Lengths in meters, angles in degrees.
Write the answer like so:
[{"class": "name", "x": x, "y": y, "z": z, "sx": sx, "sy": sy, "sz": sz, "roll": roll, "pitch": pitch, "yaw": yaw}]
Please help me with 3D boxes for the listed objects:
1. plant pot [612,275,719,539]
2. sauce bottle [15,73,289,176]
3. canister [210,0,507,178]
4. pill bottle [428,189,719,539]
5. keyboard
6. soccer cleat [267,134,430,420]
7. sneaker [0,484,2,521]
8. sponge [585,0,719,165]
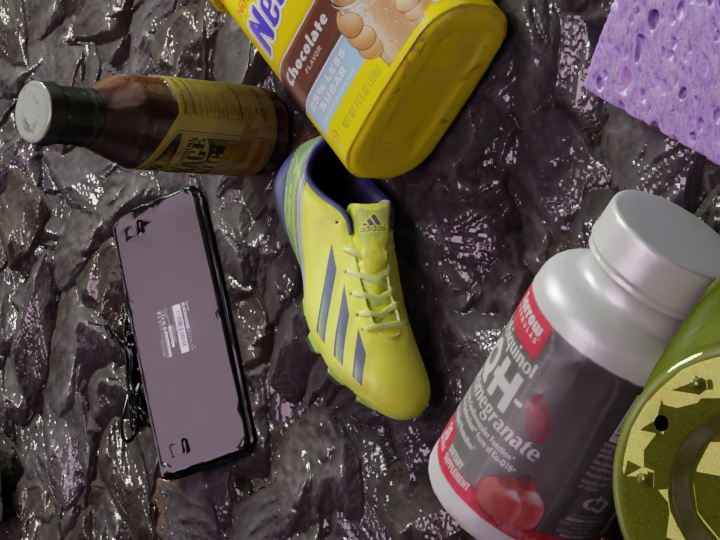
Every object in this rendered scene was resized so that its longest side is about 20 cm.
[{"class": "plant pot", "x": 0.209, "y": 0.086, "z": 1.008, "sx": 0.199, "sy": 0.193, "sz": 0.203, "roll": 3, "pitch": 96, "yaw": 26}, {"class": "sauce bottle", "x": -0.137, "y": -0.097, "z": 1.419, "sx": 0.066, "sy": 0.199, "sz": 0.067, "roll": 0, "pitch": 89, "yaw": 47}, {"class": "canister", "x": -0.008, "y": -0.175, "z": 1.370, "sx": 0.200, "sy": 0.086, "sz": 0.149, "roll": 53, "pitch": 125, "yaw": 32}, {"class": "pill bottle", "x": 0.128, "y": 0.059, "z": 1.197, "sx": 0.111, "sy": 0.110, "sz": 0.201, "roll": 49, "pitch": 122, "yaw": 36}, {"class": "keyboard", "x": -0.132, "y": 0.048, "z": 1.539, "sx": 0.103, "sy": 0.040, "sz": 0.202, "roll": -18, "pitch": 73, "yaw": 21}, {"class": "soccer cleat", "x": -0.001, "y": 0.000, "z": 1.367, "sx": 0.084, "sy": 0.064, "sz": 0.201, "roll": -46, "pitch": 56, "yaw": 39}, {"class": "sneaker", "x": -0.357, "y": 0.172, "z": 1.742, "sx": 0.199, "sy": 0.074, "sz": 0.083, "roll": -11, "pitch": 72, "yaw": 38}, {"class": "sponge", "x": 0.214, "y": -0.112, "z": 1.171, "sx": 0.200, "sy": 0.030, "sz": 0.112, "roll": 36, "pitch": 113, "yaw": 41}]
